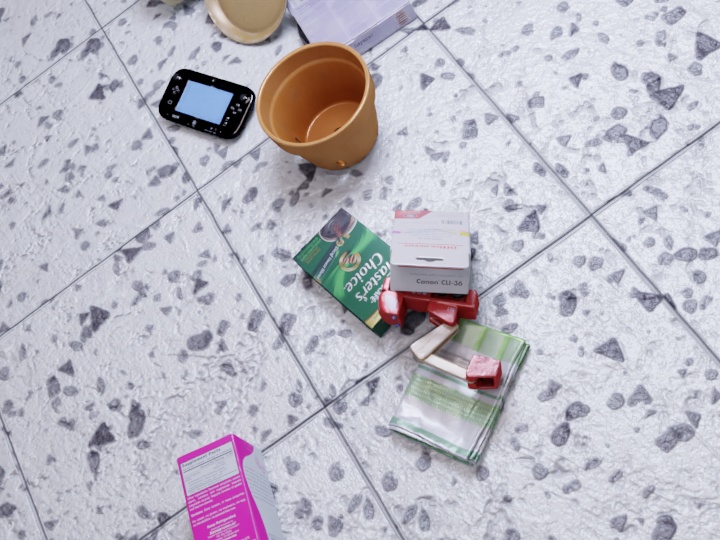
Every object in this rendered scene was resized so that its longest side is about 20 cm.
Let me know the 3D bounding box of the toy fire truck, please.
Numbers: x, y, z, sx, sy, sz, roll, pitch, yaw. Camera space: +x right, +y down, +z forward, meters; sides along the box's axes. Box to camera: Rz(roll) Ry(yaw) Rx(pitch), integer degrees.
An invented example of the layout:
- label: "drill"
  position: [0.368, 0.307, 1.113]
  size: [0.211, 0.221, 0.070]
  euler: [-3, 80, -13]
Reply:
- label: "toy fire truck"
  position: [0.114, 0.089, 1.507]
  size: [0.200, 0.049, 0.141]
  euler: [9, 64, 15]

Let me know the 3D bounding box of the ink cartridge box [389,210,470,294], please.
- label: "ink cartridge box"
  position: [0.102, -0.022, 1.518]
  size: [0.116, 0.068, 0.200]
  euler: [2, 24, 5]

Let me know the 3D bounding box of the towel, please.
- label: "towel"
  position: [0.142, 0.168, 1.513]
  size: [0.149, 0.031, 0.200]
  euler: [20, 75, 28]

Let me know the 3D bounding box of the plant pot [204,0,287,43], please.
- label: "plant pot"
  position: [-0.210, -0.524, 1.925]
  size: [0.200, 0.027, 0.200]
  euler: [12, 114, 29]

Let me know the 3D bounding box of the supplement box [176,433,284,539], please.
- label: "supplement box"
  position: [-0.184, 0.356, 1.513]
  size: [0.103, 0.101, 0.200]
  euler: [-24, 59, 11]

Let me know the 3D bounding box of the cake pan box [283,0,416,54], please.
- label: "cake pan box"
  position: [-0.024, -0.472, 1.873]
  size: [0.200, 0.052, 0.184]
  euler: [-34, 56, 4]

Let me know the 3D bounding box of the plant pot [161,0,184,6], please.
- label: "plant pot"
  position: [-0.335, -0.617, 2.008]
  size: [0.200, 0.187, 0.187]
  euler: [-46, 57, 12]

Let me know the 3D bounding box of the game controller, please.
- label: "game controller"
  position: [-0.283, -0.306, 1.904]
  size: [0.200, 0.042, 0.104]
  euler: [21, 75, 29]

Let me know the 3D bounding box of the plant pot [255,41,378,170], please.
- label: "plant pot"
  position: [-0.056, -0.261, 1.732]
  size: [0.200, 0.140, 0.201]
  euler: [-9, 64, 18]

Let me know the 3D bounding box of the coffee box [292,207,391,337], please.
- label: "coffee box"
  position: [0.000, 0.000, 1.641]
  size: [0.123, 0.044, 0.200]
  euler: [-46, 59, -4]
